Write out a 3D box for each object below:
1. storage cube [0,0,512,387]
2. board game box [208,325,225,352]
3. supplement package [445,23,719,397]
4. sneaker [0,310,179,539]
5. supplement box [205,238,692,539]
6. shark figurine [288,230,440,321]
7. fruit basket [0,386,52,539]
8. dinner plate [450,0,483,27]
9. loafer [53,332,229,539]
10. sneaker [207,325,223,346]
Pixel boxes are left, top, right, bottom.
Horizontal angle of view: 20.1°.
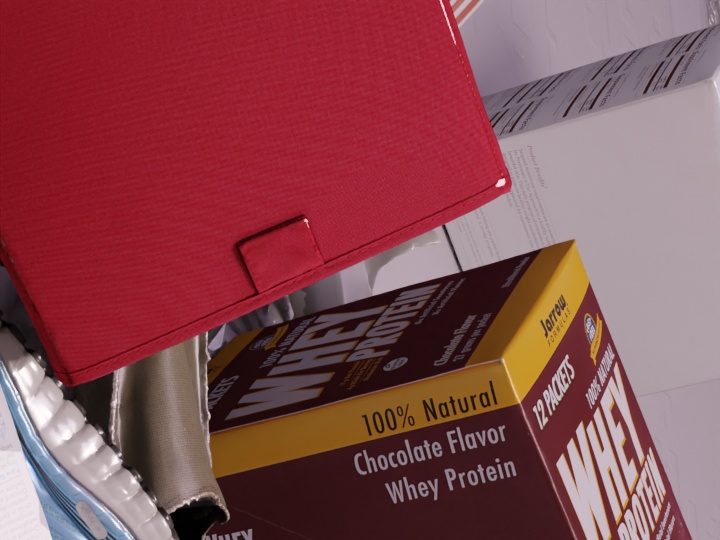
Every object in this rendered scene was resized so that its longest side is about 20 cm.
[{"bbox_3d":[-0.073,-0.098,0.733,0.171,0.200,0.180,-119,-173,-61],"label":"storage cube"},{"bbox_3d":[-0.117,-0.091,0.961,0.200,0.026,0.200,49,37,-43],"label":"board game box"},{"bbox_3d":[0.179,-0.034,1.316,0.192,0.200,0.147,68,27,-15],"label":"supplement package"},{"bbox_3d":[-0.156,0.057,0.741,0.200,0.090,0.078,50,-12,-7],"label":"sneaker"},{"bbox_3d":[0.033,0.122,0.949,0.200,0.197,0.133,67,27,-15],"label":"supplement box"},{"bbox_3d":[0.004,0.016,1.040,0.128,0.089,0.215,50,24,-81],"label":"shark figurine"},{"bbox_3d":[-0.192,0.057,0.646,0.185,0.094,0.200,-25,106,-44],"label":"fruit basket"},{"bbox_3d":[0.030,-0.150,1.121,0.024,0.200,0.200,47,26,8],"label":"dinner plate"},{"bbox_3d":[-0.081,0.081,0.838,0.075,0.070,0.200,5,88,-57],"label":"loafer"},{"bbox_3d":[-0.044,-0.043,0.930,0.075,0.079,0.200,52,53,-41],"label":"sneaker"}]
